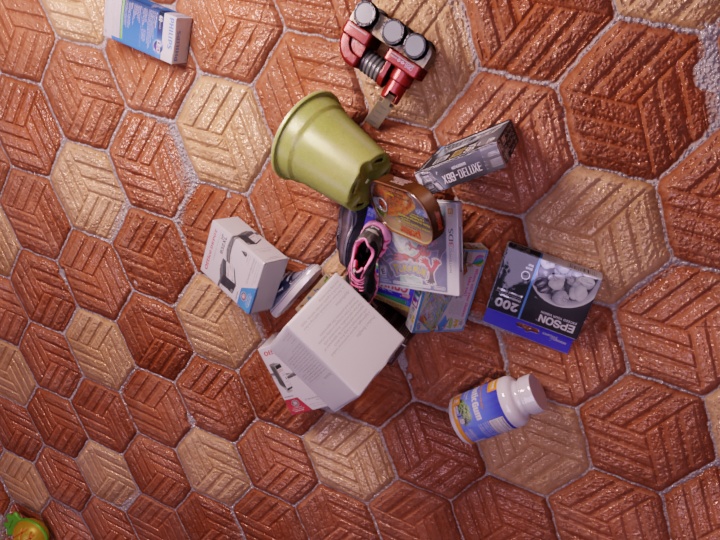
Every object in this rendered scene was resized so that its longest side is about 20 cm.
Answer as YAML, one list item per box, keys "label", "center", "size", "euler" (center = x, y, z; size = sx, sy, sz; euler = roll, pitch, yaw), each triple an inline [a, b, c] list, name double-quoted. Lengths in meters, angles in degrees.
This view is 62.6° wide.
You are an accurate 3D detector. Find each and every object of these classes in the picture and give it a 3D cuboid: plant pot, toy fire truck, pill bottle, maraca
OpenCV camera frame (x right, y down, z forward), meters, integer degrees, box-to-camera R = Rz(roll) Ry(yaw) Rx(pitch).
- label: "plant pot"
  center: [-0.045, -0.222, 1.184]
  size: [0.184, 0.200, 0.202]
  euler: [38, 121, 20]
- label: "toy fire truck"
  center: [0.033, -0.391, 1.163]
  size: [0.175, 0.129, 0.201]
  euler: [35, 110, 7]
- label: "pill bottle"
  center: [0.304, 0.301, 1.308]
  size: [0.199, 0.112, 0.113]
  euler: [-31, 96, 30]
- label: "maraca"
  center: [-1.296, 1.017, 2.297]
  size: [0.198, 0.107, 0.138]
  euler: [29, 105, 5]

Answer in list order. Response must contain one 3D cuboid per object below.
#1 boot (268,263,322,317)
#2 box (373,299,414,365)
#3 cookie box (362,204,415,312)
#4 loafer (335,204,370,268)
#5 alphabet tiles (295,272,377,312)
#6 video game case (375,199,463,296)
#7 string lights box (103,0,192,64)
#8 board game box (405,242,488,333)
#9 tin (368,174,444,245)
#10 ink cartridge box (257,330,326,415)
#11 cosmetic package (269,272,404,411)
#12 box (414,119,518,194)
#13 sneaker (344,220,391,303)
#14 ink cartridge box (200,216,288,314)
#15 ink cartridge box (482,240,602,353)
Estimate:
- label: "boot"
  center: [-0.180, 0.027, 1.436]
  size: [0.091, 0.073, 0.200]
  euler: [49, 122, 5]
- label: "box"
  center: [0.026, 0.115, 1.365]
  size: [0.199, 0.100, 0.075]
  euler: [39, 120, 6]
- label: "cookie box"
  center: [0.081, -0.030, 1.296]
  size: [0.169, 0.075, 0.203]
  euler: [20, 117, 15]
- label: "loafer"
  center: [-0.022, -0.108, 1.325]
  size: [0.063, 0.071, 0.203]
  euler: [24, 114, 35]
- label: "alphabet tiles"
  center: [-0.054, 0.106, 1.336]
  size: [0.166, 0.006, 0.200]
  euler: [44, 121, 2]
- label: "video game case"
  center: [0.114, -0.050, 1.184]
  size: [0.198, 0.023, 0.185]
  euler: [8, 108, 39]
- label: "string lights box"
  center: [-0.487, -0.555, 1.349]
  size: [0.198, 0.059, 0.104]
  euler: [26, 119, 13]
- label: "board game box"
  center: [0.182, 0.038, 1.256]
  size: [0.133, 0.034, 0.203]
  euler: [1, 118, -23]
- label: "tin"
  center: [0.084, -0.115, 1.101]
  size: [0.199, 0.042, 0.113]
  euler: [31, 143, 53]
- label: "ink cartridge box"
  center: [-0.149, 0.249, 1.504]
  size: [0.145, 0.083, 0.202]
  euler: [-21, 101, 30]
- label: "cosmetic package"
  center: [-0.051, 0.151, 1.224]
  size: [0.200, 0.165, 0.165]
  euler: [44, 149, 1]
- label: "box"
  center: [0.202, -0.211, 1.099]
  size: [0.156, 0.200, 0.050]
  euler: [-18, 107, 29]
- label: "sneaker"
  center: [0.000, 0.000, 1.212]
  size: [0.078, 0.095, 0.202]
  euler: [19, 119, 13]
- label: "ink cartridge box"
  center: [-0.283, -0.015, 1.423]
  size: [0.199, 0.083, 0.147]
  euler: [37, 120, 28]
- label: "ink cartridge box"
  center: [0.368, 0.064, 1.227]
  size: [0.196, 0.043, 0.202]
  euler: [20, 118, 15]
